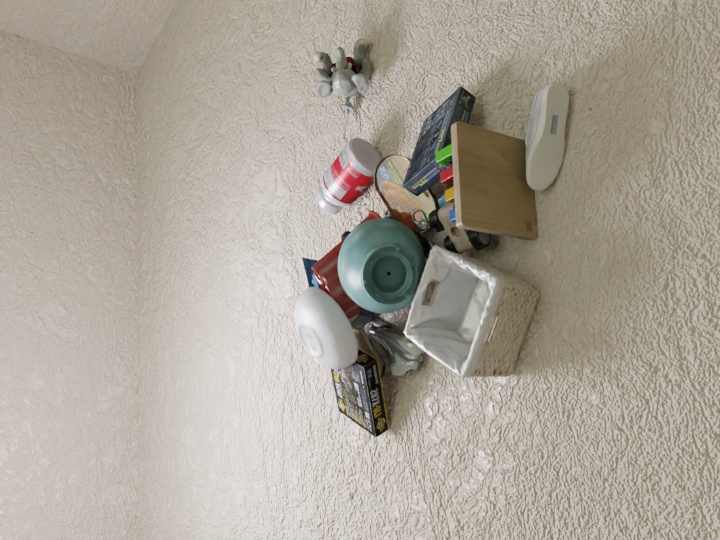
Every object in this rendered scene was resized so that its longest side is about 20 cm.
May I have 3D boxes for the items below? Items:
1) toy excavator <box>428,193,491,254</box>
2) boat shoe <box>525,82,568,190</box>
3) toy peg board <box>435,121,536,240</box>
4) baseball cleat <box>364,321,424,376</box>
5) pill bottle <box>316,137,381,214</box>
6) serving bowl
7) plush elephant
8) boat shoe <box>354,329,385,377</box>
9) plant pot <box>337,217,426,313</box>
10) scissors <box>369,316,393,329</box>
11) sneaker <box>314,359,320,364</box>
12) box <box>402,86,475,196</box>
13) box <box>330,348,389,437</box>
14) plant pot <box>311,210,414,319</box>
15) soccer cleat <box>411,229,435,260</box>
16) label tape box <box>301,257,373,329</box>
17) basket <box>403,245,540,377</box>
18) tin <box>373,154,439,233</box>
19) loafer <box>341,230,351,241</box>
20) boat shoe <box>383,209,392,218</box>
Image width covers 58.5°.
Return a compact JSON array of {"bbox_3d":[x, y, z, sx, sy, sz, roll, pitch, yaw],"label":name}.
[{"bbox_3d":[0.229,-0.159,1.378,0.099,0.200,0.197,-18,110,48],"label":"toy excavator"},{"bbox_3d":[0.352,-0.259,1.253,0.068,0.070,0.207,-160,73,-74],"label":"boat shoe"},{"bbox_3d":[0.241,-0.162,1.276,0.097,0.195,0.206,-21,67,57],"label":"toy peg board"},{"bbox_3d":[0.071,0.191,1.533,0.198,0.068,0.110,14,94,53],"label":"baseball cleat"},{"bbox_3d":[-0.037,-0.249,1.734,0.200,0.110,0.115,-46,49,38],"label":"pill bottle"},{"bbox_3d":[-0.093,0.144,1.470,0.199,0.065,0.204,38,145,33],"label":"serving bowl"},{"bbox_3d":[-0.046,-0.537,1.758,0.155,0.159,0.207,-45,-52,-86],"label":"plush elephant"},{"bbox_3d":[-0.012,0.201,1.639,0.200,0.075,0.073,42,115,49],"label":"boat shoe"},{"bbox_3d":[0.052,-0.001,1.345,0.134,0.194,0.206,-121,45,-79],"label":"plant pot"},{"bbox_3d":[0.023,0.129,1.661,0.199,0.014,0.075,41,113,48],"label":"scissors"},{"bbox_3d":[-0.088,0.160,1.749,0.070,0.078,0.207,-23,63,50],"label":"sneaker"},{"bbox_3d":[0.174,-0.284,1.427,0.157,0.050,0.204,-36,31,57],"label":"box"},{"bbox_3d":[-0.008,0.282,1.560,0.158,0.048,0.206,23,129,51],"label":"box"},{"bbox_3d":[0.000,0.000,1.495,0.193,0.203,0.201,-33,44,-8],"label":"plant pot"},{"bbox_3d":[0.174,-0.016,1.454,0.069,0.073,0.199,-49,60,3],"label":"soccer cleat"},{"bbox_3d":[-0.072,0.060,1.627,0.066,0.196,0.146,-43,50,34],"label":"label tape box"},{"bbox_3d":[0.222,0.084,1.276,0.199,0.157,0.204,33,109,51],"label":"basket"},{"bbox_3d":[0.110,-0.180,1.519,0.111,0.042,0.203,-36,78,29],"label":"tin"},{"bbox_3d":[0.014,-0.039,1.665,0.071,0.067,0.202,-51,50,22],"label":"loafer"},{"bbox_3d":[0.079,-0.142,1.596,0.073,0.060,0.204,45,118,48],"label":"boat shoe"}]
